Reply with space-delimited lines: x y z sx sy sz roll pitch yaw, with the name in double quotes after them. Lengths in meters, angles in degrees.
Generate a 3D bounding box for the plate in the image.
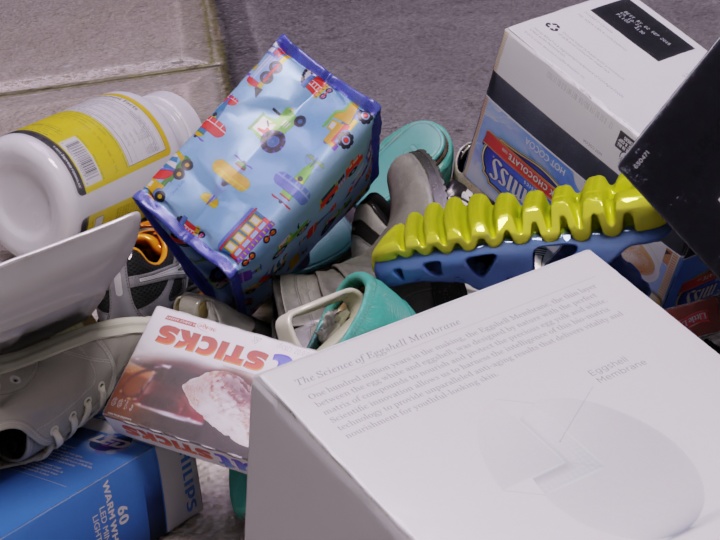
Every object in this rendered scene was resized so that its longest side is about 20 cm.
-0.215 0.033 1.011 0.199 0.033 0.200 -23 -2 -16 "plate"

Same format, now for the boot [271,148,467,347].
0.000 0.000 1.251 0.130 0.068 0.201 -6 49 -4 "boot"

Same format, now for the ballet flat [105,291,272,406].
-0.114 0.057 1.224 0.068 0.069 0.200 7 23 35 "ballet flat"

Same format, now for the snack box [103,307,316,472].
-0.037 0.078 1.015 0.199 0.024 0.072 15 63 22 "snack box"

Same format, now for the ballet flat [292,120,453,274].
-0.007 -0.035 1.435 0.200 0.070 0.067 -37 62 -6 "ballet flat"

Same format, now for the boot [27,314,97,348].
-0.259 0.087 1.172 0.155 0.072 0.200 -48 14 -32 "boot"

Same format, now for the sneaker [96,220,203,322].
-0.154 -0.004 1.398 0.078 0.078 0.200 -7 18 5 "sneaker"

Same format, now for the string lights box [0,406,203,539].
-0.191 0.139 1.033 0.102 0.059 0.200 9 25 36 "string lights box"

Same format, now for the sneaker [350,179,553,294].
0.088 -0.022 1.348 0.198 0.088 0.076 -3 18 7 "sneaker"

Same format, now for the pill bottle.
-0.224 -0.088 1.604 0.111 0.113 0.200 6 23 33 "pill bottle"

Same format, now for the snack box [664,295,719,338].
0.121 0.054 1.152 0.199 0.024 0.072 -15 -6 -3 "snack box"

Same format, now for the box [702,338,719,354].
0.150 0.103 1.035 0.199 0.050 0.160 -14 18 -18 "box"

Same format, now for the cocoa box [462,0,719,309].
0.192 -0.077 1.299 0.133 0.132 0.200 -21 51 -37 "cocoa box"

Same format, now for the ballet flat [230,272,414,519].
-0.035 0.066 1.105 0.067 0.070 0.200 -37 8 43 "ballet flat"

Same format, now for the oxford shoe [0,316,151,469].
-0.176 0.074 1.047 0.199 0.058 0.075 -19 -21 -51 "oxford shoe"

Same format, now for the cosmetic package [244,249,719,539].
0.083 0.114 0.836 0.198 0.124 0.200 -19 43 -29 "cosmetic package"

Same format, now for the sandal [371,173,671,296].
0.104 -0.005 1.173 0.198 0.088 0.080 -6 21 18 "sandal"

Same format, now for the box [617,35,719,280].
0.288 -0.034 1.072 0.198 0.123 0.200 -7 52 -51 "box"

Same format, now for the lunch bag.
-0.054 -0.042 1.298 0.094 0.200 0.151 38 79 19 "lunch bag"

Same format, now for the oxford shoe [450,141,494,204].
0.103 -0.069 1.481 0.070 0.074 0.200 -8 11 -3 "oxford shoe"
